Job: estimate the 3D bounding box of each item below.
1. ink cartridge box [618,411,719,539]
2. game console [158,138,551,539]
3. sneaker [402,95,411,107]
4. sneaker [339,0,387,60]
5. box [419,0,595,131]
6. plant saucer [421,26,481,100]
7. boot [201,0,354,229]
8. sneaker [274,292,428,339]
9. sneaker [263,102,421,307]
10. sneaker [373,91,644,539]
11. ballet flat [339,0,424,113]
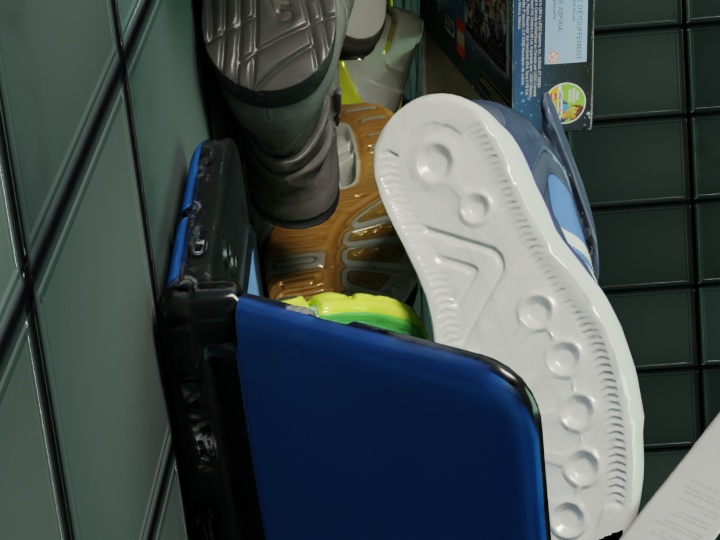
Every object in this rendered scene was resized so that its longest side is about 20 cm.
[{"bbox_3d":[0.103,0.138,0.886,0.200,0.037,0.095,-40,146,-45],"label":"ink cartridge box"},{"bbox_3d":[0.005,0.073,0.793,0.171,0.118,0.200,-87,172,-59],"label":"game console"},{"bbox_3d":[0.014,-0.066,1.303,0.200,0.078,0.075,-83,169,-68],"label":"sneaker"},{"bbox_3d":[-0.003,-0.181,1.003,0.074,0.079,0.200,-33,131,-47],"label":"sneaker"},{"bbox_3d":[0.064,-0.156,1.085,0.200,0.038,0.137,-117,-156,-67],"label":"box"},{"bbox_3d":[0.066,-0.033,1.227,0.200,0.034,0.200,-9,90,-81],"label":"plant saucer"},{"bbox_3d":[-0.030,-0.128,0.951,0.132,0.070,0.200,83,15,-67],"label":"boot"},{"bbox_3d":[-0.003,0.079,0.968,0.200,0.074,0.084,81,3,-52],"label":"sneaker"},{"bbox_3d":[0.000,0.000,1.073,0.200,0.076,0.088,-85,170,-61],"label":"sneaker"},{"bbox_3d":[0.075,0.024,0.961,0.200,0.081,0.146,69,16,12],"label":"sneaker"},{"bbox_3d":[-0.002,-0.136,1.189,0.067,0.067,0.200,18,63,-53],"label":"ballet flat"}]
